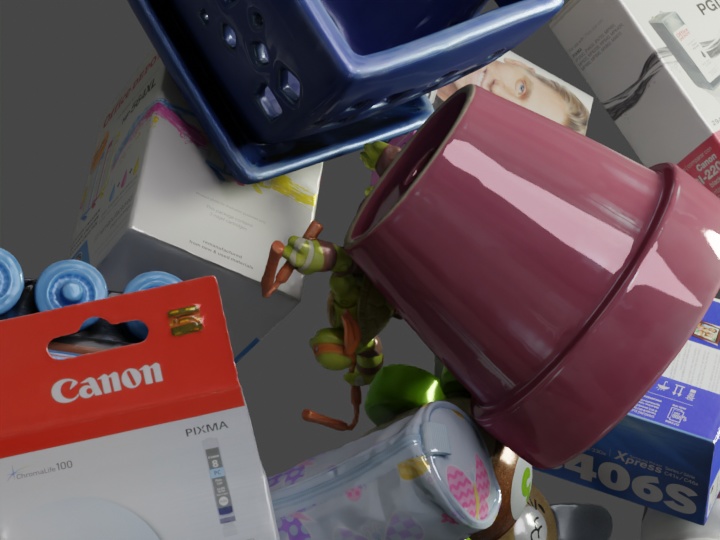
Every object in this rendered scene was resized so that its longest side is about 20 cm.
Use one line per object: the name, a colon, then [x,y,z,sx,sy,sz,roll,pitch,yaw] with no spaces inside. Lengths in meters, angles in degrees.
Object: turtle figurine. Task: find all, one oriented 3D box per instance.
turtle figurine: [0.000,0.000,1.630,0.064,0.200,0.161,6,56,23]

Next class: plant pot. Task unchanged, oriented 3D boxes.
plant pot: [0.098,-0.010,1.555,0.179,0.200,0.200,37,49,-8]
plant pot: [-0.025,-0.178,1.637,0.200,0.180,0.200,-21,73,-39]

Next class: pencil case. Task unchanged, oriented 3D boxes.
pencil case: [-0.014,0.148,1.571,0.091,0.200,0.083,49,31,-32]

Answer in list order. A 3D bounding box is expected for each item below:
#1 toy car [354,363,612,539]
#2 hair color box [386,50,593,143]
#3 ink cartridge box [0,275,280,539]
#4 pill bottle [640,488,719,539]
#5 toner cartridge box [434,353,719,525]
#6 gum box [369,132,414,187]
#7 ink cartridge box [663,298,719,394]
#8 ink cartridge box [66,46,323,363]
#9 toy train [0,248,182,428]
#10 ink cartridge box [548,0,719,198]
toy car: [0.092,0.170,1.701,0.200,0.158,0.164,33,59,-27]
hair color box: [0.069,-0.126,1.913,0.200,0.061,0.100,28,52,-16]
ink cartridge box: [-0.139,0.114,1.518,0.160,0.047,0.200,-12,87,-5]
pill bottle: [0.261,0.160,1.825,0.114,0.114,0.200,27,52,-16]
toner cartridge box: [0.149,0.100,1.744,0.200,0.095,0.043,17,50,17]
gum box: [0.103,-0.014,1.861,0.200,0.066,0.114,24,52,-19]
ink cartridge box: [0.261,0.070,1.797,0.200,0.037,0.095,16,54,5]
ink cartridge box: [-0.108,-0.054,1.712,0.125,0.129,0.200,23,52,-19]
toy train: [-0.186,0.055,1.591,0.200,0.087,0.114,9,74,-8]
ink cartridge box: [0.267,-0.156,2.041,0.146,0.085,0.200,-26,77,-40]
